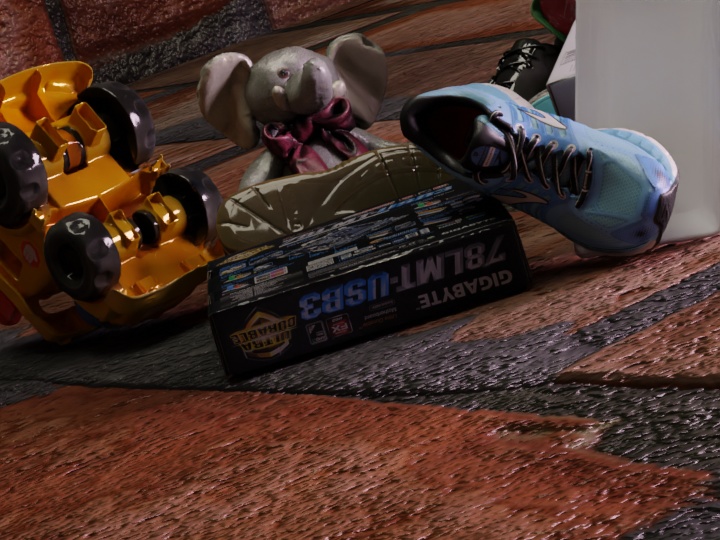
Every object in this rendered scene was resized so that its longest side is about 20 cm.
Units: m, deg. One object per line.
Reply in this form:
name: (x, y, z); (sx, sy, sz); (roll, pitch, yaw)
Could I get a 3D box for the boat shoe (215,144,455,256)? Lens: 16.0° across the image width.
boat shoe: (-0.001, -0.036, 1.775); (0.199, 0.072, 0.066); (-11, -25, -5)

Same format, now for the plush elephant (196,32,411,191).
plush elephant: (-0.034, -0.103, 1.930); (0.164, 0.156, 0.200); (-20, 11, -16)

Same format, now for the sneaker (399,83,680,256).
sneaker: (0.103, -0.061, 1.555); (0.199, 0.079, 0.090); (22, 12, 37)

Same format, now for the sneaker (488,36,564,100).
sneaker: (0.125, -0.132, 2.010); (0.076, 0.091, 0.200); (-6, 16, 41)

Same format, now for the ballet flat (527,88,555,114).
ballet flat: (0.210, -0.110, 1.850); (0.199, 0.069, 0.068); (-7, 0, 0)

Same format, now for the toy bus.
toy bus: (-0.210, -0.017, 1.840); (0.135, 0.200, 0.192); (-26, -25, -43)

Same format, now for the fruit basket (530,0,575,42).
fruit basket: (0.189, -0.204, 1.938); (0.094, 0.185, 0.200); (-50, -22, 7)

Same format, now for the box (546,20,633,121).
box: (0.230, -0.157, 1.684); (0.199, 0.041, 0.156); (-18, 16, 17)

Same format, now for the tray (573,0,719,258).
tray: (0.182, -0.109, 1.588); (0.107, 0.201, 0.022); (-10, -19, 35)

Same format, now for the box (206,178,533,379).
box: (0.000, 0.000, 1.637); (0.199, 0.050, 0.199); (-18, 10, -1)
